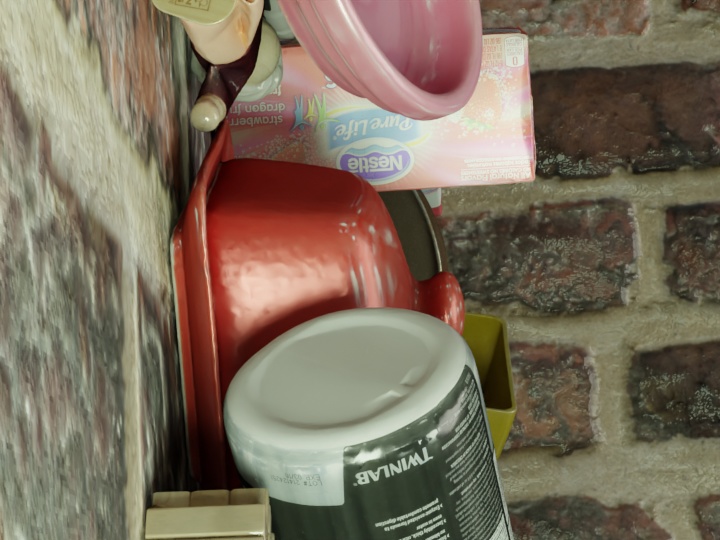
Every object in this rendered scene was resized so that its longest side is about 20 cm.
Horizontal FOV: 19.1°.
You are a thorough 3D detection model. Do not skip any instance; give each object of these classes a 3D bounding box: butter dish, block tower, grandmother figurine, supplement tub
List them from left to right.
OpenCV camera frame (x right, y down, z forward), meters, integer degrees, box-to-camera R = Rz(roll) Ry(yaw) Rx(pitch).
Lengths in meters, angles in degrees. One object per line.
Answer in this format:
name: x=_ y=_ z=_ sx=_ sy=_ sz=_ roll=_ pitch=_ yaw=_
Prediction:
grandmother figurine: x=-0.071 y=-0.132 z=1.138 sx=0.200 sy=0.060 sz=0.122 roll=62 pitch=45 yaw=-81
block tower: x=-0.060 y=0.180 z=0.987 sx=0.054 sy=0.057 sz=0.201 roll=-90 pitch=178 yaw=-46
butter dish: x=-0.018 y=0.026 z=1.133 sx=0.200 sy=0.147 sz=0.201 roll=-84 pitch=170 yaw=-76
supplement tub: x=0.013 y=0.130 z=1.030 sx=0.123 sy=0.122 sz=0.201 roll=-90 pitch=169 yaw=-60

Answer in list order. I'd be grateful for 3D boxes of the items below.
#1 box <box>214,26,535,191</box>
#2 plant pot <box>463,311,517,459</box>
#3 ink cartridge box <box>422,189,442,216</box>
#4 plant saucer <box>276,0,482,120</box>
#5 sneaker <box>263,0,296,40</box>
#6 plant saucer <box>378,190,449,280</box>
box: x=0.009 y=-0.101 z=1.357 sx=0.103 sy=0.198 sz=0.095 roll=-84 pitch=170 yaw=-82
plant pot: x=0.033 y=0.154 z=2.060 sx=0.200 sy=0.198 sz=0.178 roll=-89 pitch=-173 yaw=-66
ink cartridge box: x=-0.008 y=-0.127 z=1.729 sx=0.200 sy=0.143 sz=0.146 roll=70 pitch=17 yaw=-80
plant saucer: x=0.000 y=-0.176 z=1.188 sx=0.200 sy=0.051 sz=0.202 roll=42 pitch=38 yaw=-45
sneaker: x=-0.029 y=-0.186 z=1.255 sx=0.200 sy=0.079 sz=0.074 roll=31 pitch=67 yaw=-74
plant saucer: x=0.000 y=0.000 z=1.544 sx=0.200 sy=0.032 sz=0.202 roll=13 pitch=-72 yaw=48
